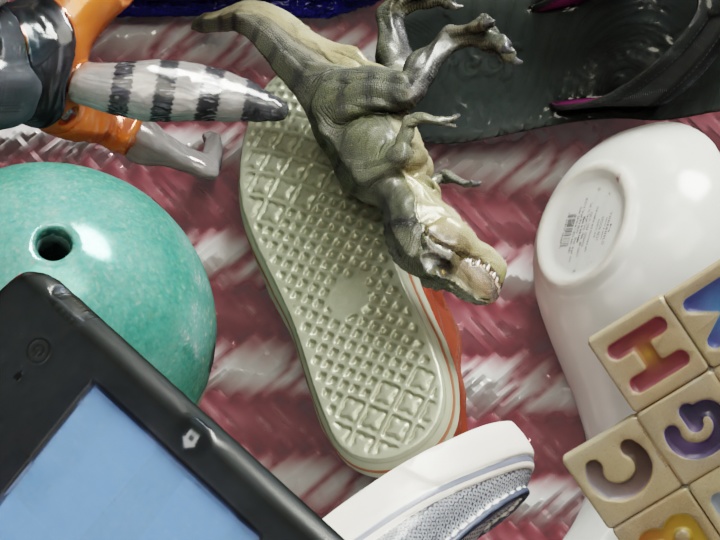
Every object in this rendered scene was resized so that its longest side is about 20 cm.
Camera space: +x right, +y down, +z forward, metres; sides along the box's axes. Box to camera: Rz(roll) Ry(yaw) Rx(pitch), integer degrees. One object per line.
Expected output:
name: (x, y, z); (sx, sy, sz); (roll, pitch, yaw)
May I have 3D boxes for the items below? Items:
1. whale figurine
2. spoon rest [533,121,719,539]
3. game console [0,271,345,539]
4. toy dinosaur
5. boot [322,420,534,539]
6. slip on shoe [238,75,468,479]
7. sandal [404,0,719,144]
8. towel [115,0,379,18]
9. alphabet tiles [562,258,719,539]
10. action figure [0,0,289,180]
whale figurine: (-0.130, 0.046, 1.122); (0.158, 0.104, 0.201); (22, 56, 5)
spoon rest: (0.092, 0.036, 1.171); (0.060, 0.099, 0.201); (28, 75, -34)
game console: (-0.104, 0.121, 1.019); (0.200, 0.031, 0.177); (40, 96, 29)
toy dinosaur: (0.010, -0.073, 1.166); (0.088, 0.047, 0.200); (-40, 50, 0)
boot: (0.002, 0.136, 1.075); (0.199, 0.073, 0.090); (-31, 74, -27)
slip on shoe: (0.000, 0.000, 1.188); (0.074, 0.061, 0.201); (-22, 58, 9)
sandal: (0.100, -0.090, 1.188); (0.199, 0.048, 0.076); (-15, 90, 18)
towel: (-0.061, -0.204, 1.260); (0.147, 0.050, 0.201); (-1, 70, -3)
alphabet tiles: (0.183, 0.059, 1.103); (0.199, 0.006, 0.167); (-32, 102, 15)
action figure: (-0.126, -0.103, 1.132); (0.192, 0.201, 0.105); (-4, 45, -24)
